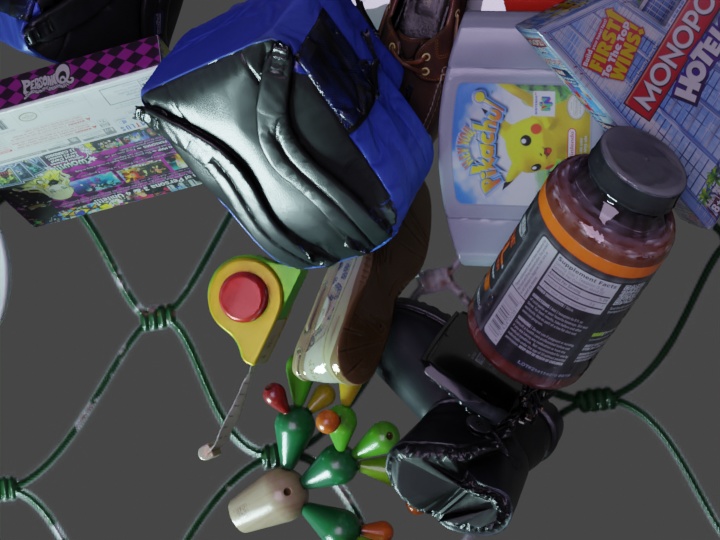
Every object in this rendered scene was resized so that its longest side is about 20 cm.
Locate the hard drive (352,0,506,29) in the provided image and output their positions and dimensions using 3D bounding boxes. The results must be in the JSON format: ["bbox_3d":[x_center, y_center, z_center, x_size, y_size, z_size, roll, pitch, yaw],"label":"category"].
[{"bbox_3d":[0.090,-0.217,1.580,0.198,0.026,0.133,10,93,12],"label":"hard drive"}]

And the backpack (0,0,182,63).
[{"bbox_3d":[-0.231,-0.276,1.577,0.167,0.162,0.202,26,99,35],"label":"backpack"}]

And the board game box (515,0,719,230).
[{"bbox_3d":[0.227,-0.169,1.439,0.199,0.062,0.201,31,91,-17],"label":"board game box"}]

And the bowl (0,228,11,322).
[{"bbox_3d":[-0.378,0.005,1.664,0.199,0.090,0.203,0,92,13],"label":"bowl"}]

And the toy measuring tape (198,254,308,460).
[{"bbox_3d":[-0.108,0.055,1.612,0.073,0.074,0.201,27,97,11],"label":"toy measuring tape"}]

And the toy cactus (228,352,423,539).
[{"bbox_3d":[-0.037,0.176,1.594,0.164,0.102,0.201,-29,93,22],"label":"toy cactus"}]

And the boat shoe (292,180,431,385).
[{"bbox_3d":[0.000,0.000,1.555,0.062,0.073,0.201,-4,50,39],"label":"boat shoe"}]

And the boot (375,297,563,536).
[{"bbox_3d":[0.056,0.111,1.518,0.199,0.168,0.077,35,117,9],"label":"boot"}]

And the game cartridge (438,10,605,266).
[{"bbox_3d":[0.126,-0.100,1.506,0.132,0.040,0.202,2,104,13],"label":"game cartridge"}]

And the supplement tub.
[{"bbox_3d":[0.164,-0.012,1.433,0.107,0.107,0.201,38,129,10],"label":"supplement tub"}]

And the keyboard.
[{"bbox_3d":[0.094,0.088,1.477,0.104,0.200,0.040,34,105,5],"label":"keyboard"}]

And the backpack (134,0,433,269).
[{"bbox_3d":[-0.034,-0.115,1.476,0.162,0.168,0.201,-16,119,41],"label":"backpack"}]

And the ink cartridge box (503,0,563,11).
[{"bbox_3d":[0.205,-0.151,1.519,0.161,0.057,0.202,-14,106,12],"label":"ink cartridge box"}]

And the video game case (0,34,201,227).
[{"bbox_3d":[-0.219,-0.109,1.581,0.198,0.181,0.036,-14,61,14],"label":"video game case"}]

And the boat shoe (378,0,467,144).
[{"bbox_3d":[0.044,-0.185,1.543,0.070,0.070,0.202,12,96,11],"label":"boat shoe"}]
